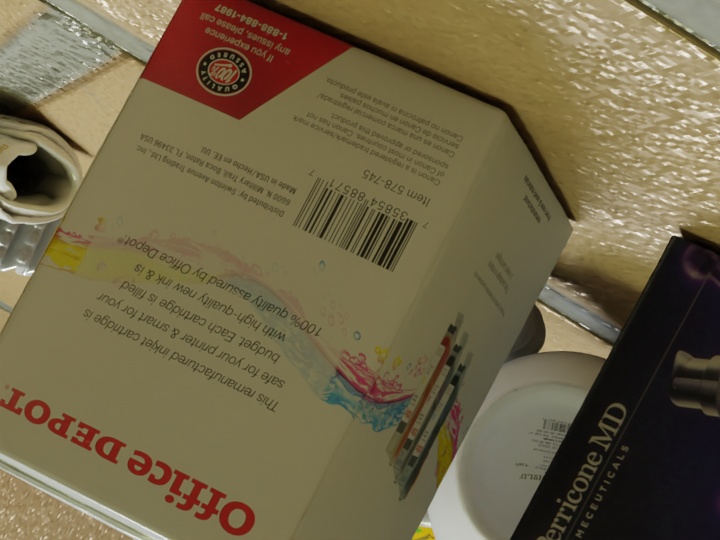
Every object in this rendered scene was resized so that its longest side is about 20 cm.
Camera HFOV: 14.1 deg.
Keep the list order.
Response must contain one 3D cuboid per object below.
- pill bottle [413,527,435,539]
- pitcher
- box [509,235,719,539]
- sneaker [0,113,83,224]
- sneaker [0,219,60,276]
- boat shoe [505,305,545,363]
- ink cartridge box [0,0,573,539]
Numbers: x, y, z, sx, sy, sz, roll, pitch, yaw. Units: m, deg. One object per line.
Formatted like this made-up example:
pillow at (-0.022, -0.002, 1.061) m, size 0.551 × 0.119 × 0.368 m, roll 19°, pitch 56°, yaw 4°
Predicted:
pill bottle at (0.058, 0.104, 1.594) m, size 0.200 × 0.111 × 0.111 m, roll 32°, pitch 170°, yaw -21°
pitcher at (0.071, 0.103, 1.329) m, size 0.171 × 0.122 × 0.200 m, roll 3°, pitch 170°, yaw 10°
box at (0.177, 0.101, 1.097) m, size 0.199 × 0.148 × 0.104 m, roll 24°, pitch 170°, yaw 24°
sneaker at (-0.242, -0.084, 1.624) m, size 0.115 × 0.074 × 0.200 m, roll 18°, pitch 176°, yaw 43°
sneaker at (-0.204, -0.031, 1.797) m, size 0.200 × 0.075 × 0.081 m, roll 32°, pitch 179°, yaw -20°
boat shoe at (0.000, 0.000, 1.351) m, size 0.199 × 0.072 × 0.066 m, roll 12°, pitch 158°, yaw 36°
ink cartridge box at (-0.033, 0.022, 1.131) m, size 0.145 × 0.201 × 0.145 m, roll 25°, pitch 170°, yaw 20°
